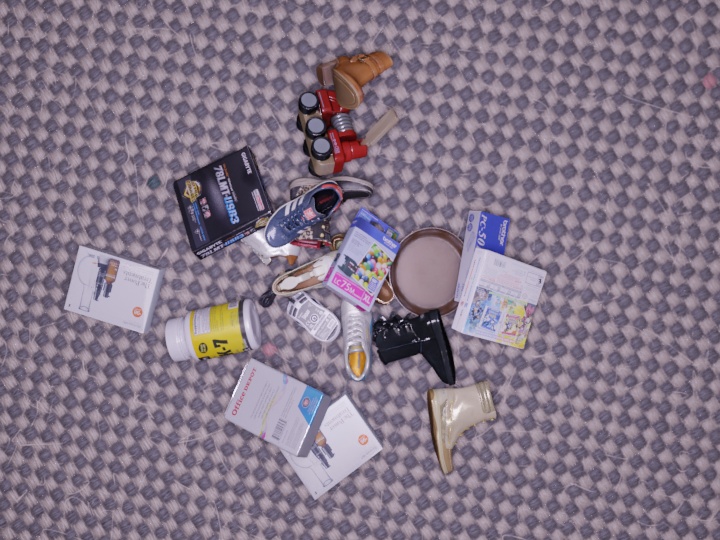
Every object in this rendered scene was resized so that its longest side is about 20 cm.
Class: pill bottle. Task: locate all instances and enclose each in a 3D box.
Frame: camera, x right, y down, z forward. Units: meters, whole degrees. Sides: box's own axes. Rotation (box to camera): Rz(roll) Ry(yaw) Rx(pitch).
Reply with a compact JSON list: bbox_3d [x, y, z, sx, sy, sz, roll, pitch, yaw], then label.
[{"bbox_3d":[-0.331,0.139,1.546,0.195,0.114,0.117,-12,92,3],"label":"pill bottle"}]

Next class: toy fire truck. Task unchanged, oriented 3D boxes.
[{"bbox_3d":[-0.030,-0.321,1.508,0.195,0.129,0.180,-12,70,-14],"label":"toy fire truck"}]

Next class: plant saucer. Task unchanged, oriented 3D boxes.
[{"bbox_3d":[0.159,0.005,1.557,0.195,0.032,0.206,0,94,-7],"label":"plant saucer"}]

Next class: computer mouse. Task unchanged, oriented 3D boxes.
[{"bbox_3d":[-0.131,0.092,1.575,0.199,0.044,0.110,39,88,6],"label":"computer mouse"}]

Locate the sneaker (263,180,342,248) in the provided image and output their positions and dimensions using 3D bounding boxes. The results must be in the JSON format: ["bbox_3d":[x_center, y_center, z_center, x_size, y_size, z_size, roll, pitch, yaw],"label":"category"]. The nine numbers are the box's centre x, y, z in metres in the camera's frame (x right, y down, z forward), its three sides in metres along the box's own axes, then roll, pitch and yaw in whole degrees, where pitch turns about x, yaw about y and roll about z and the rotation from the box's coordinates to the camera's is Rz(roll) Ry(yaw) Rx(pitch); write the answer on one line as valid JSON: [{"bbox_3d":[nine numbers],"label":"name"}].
[{"bbox_3d":[-0.120,-0.118,1.440,0.199,0.084,0.075,-41,110,-3],"label":"sneaker"}]

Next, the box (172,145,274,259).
[{"bbox_3d":[-0.305,-0.154,1.525,0.195,0.050,0.203,-25,62,5],"label":"box"}]

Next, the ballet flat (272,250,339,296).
[{"bbox_3d":[-0.106,0.013,1.508,0.196,0.062,0.069,-24,88,15],"label":"ballet flat"}]

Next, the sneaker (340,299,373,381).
[{"bbox_3d":[-0.006,0.149,1.553,0.074,0.081,0.206,-7,91,4],"label":"sneaker"}]

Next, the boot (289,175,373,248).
[{"bbox_3d":[-0.070,-0.130,1.526,0.194,0.073,0.154,2,72,6],"label":"boot"}]

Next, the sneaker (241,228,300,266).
[{"bbox_3d":[-0.235,-0.060,1.556,0.195,0.073,0.087,15,90,0],"label":"sneaker"}]

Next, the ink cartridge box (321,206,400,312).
[{"bbox_3d":[0.010,-0.027,1.490,0.118,0.042,0.203,32,71,-20],"label":"ink cartridge box"}]

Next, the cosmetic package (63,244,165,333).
[{"bbox_3d":[-0.568,0.042,1.583,0.195,0.052,0.154,16,95,1],"label":"cosmetic package"}]

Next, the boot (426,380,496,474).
[{"bbox_3d":[0.237,0.356,1.558,0.151,0.073,0.205,-10,99,-6],"label":"boot"}]

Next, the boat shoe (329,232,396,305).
[{"bbox_3d":[0.000,0.000,1.550,0.200,0.074,0.076,44,93,0],"label":"boat shoe"}]

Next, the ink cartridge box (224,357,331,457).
[{"bbox_3d":[-0.184,0.306,1.526,0.196,0.085,0.147,22,80,17],"label":"ink cartridge box"}]

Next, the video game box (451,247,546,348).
[{"bbox_3d":[0.309,0.064,1.510,0.197,0.047,0.187,16,90,-32],"label":"video game box"}]

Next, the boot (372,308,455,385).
[{"bbox_3d":[0.122,0.182,1.553,0.159,0.074,0.202,-14,111,15],"label":"boot"}]

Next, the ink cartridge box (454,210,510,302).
[{"bbox_3d":[0.273,-0.024,1.532,0.092,0.044,0.205,10,90,-32],"label":"ink cartridge box"}]

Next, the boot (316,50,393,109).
[{"bbox_3d":[0.006,-0.424,1.476,0.152,0.201,0.075,-20,132,-16],"label":"boot"}]

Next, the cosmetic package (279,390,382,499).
[{"bbox_3d":[-0.068,0.401,1.572,0.198,0.052,0.152,-37,93,3],"label":"cosmetic package"}]
